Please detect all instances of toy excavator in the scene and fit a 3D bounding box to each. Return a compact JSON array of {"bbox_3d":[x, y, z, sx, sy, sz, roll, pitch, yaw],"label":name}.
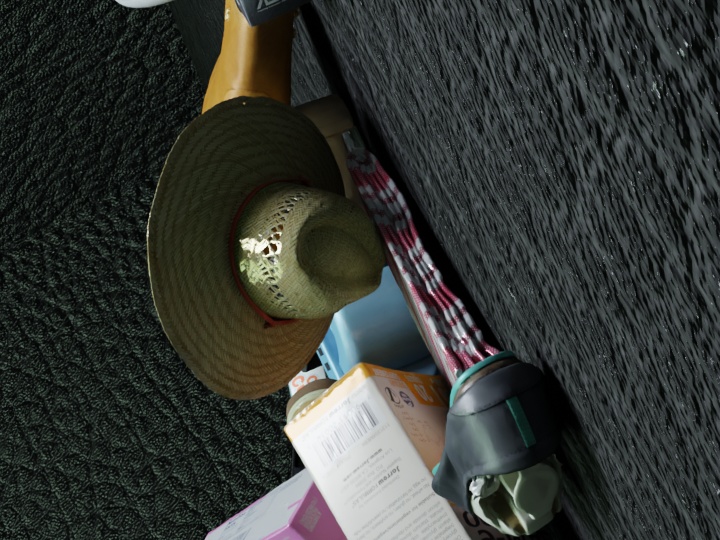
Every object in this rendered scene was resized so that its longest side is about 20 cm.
[{"bbox_3d":[0.000,0.000,1.251,0.200,0.099,0.195,104,143,-62],"label":"toy excavator"}]

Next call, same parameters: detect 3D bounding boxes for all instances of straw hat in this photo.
[{"bbox_3d":[-0.034,-0.010,1.087,0.085,0.201,0.202,6,133,35],"label":"straw hat"}]

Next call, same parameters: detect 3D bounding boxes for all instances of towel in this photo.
[{"bbox_3d":[0.052,0.032,1.103,0.147,0.030,0.201,67,177,-50],"label":"towel"}]

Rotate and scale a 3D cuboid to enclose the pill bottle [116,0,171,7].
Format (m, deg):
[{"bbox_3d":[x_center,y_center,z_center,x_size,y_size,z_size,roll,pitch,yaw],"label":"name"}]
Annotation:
[{"bbox_3d":[-0.163,-0.296,1.256,0.201,0.111,0.112,66,176,-26],"label":"pill bottle"}]

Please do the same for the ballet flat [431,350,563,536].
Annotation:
[{"bbox_3d":[0.075,0.104,0.935,0.200,0.073,0.073,85,159,-70],"label":"ballet flat"}]

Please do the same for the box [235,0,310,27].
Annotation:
[{"bbox_3d":[-0.096,-0.261,1.052,0.200,0.048,0.159,-120,7,-48],"label":"box"}]

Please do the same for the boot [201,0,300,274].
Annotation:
[{"bbox_3d":[-0.077,-0.099,1.151,0.202,0.070,0.145,-89,6,-48],"label":"boot"}]

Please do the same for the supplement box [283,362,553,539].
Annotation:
[{"bbox_3d":[0.054,0.160,1.099,0.201,0.073,0.126,58,-160,22],"label":"supplement box"}]

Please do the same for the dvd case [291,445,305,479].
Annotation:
[{"bbox_3d":[-0.035,0.171,1.423,0.201,0.017,0.143,-89,-8,-49],"label":"dvd case"}]

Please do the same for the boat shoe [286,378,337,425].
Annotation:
[{"bbox_3d":[0.023,0.161,1.234,0.200,0.072,0.076,39,-161,-27],"label":"boat shoe"}]

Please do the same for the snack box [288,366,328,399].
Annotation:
[{"bbox_3d":[0.001,0.108,1.431,0.200,0.037,0.117,32,-140,-59],"label":"snack box"}]

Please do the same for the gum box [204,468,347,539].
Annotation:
[{"bbox_3d":[-0.039,0.213,1.224,0.113,0.066,0.200,40,142,-9],"label":"gum box"}]
